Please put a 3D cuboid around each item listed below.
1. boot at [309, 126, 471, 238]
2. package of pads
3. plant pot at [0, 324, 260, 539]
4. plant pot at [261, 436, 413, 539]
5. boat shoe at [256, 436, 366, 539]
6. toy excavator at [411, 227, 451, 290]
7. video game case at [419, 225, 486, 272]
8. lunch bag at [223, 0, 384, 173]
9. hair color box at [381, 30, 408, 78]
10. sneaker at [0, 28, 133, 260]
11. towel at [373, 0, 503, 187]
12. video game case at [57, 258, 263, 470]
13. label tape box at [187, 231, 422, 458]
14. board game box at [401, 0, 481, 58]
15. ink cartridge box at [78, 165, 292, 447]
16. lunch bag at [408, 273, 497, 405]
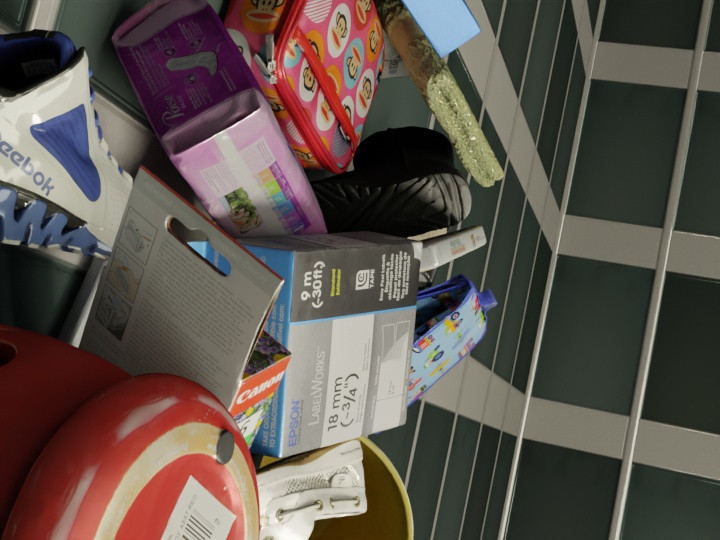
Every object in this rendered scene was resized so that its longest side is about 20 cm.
[{"bbox_3d":[0.004,-0.079,1.009,0.168,0.199,0.077,-103,-179,-69],"label":"boot"},{"bbox_3d":[-0.091,-0.089,0.732,0.121,0.075,0.200,60,-1,27],"label":"package of pads"},{"bbox_3d":[-0.161,0.127,0.498,0.200,0.182,0.202,-13,105,-62],"label":"plant pot"},{"bbox_3d":[-0.063,0.212,0.911,0.142,0.199,0.201,-155,-106,-83],"label":"plant pot"},{"bbox_3d":[-0.061,0.169,0.706,0.199,0.071,0.070,-11,80,-47],"label":"boat shoe"},{"bbox_3d":[0.031,-0.013,1.190,0.194,0.200,0.100,31,62,-23],"label":"toy excavator"},{"bbox_3d":[0.000,0.000,0.940,0.182,0.199,0.023,-21,96,-69],"label":"video game case"},{"bbox_3d":[-0.050,-0.176,0.888,0.200,0.082,0.177,56,50,-63],"label":"lunch bag"},{"bbox_3d":[0.013,-0.295,1.034,0.111,0.064,0.201,-29,125,-66],"label":"hair color box"},{"bbox_3d":[-0.166,-0.068,0.577,0.199,0.080,0.116,12,90,-70],"label":"sneaker"},{"bbox_3d":[0.077,-0.173,1.002,0.200,0.036,0.149,47,16,-58],"label":"towel"},{"bbox_3d":[-0.141,0.112,0.706,0.182,0.022,0.201,38,58,-36],"label":"video game case"},{"bbox_3d":[-0.047,0.051,0.726,0.199,0.063,0.145,-6,104,-47],"label":"label tape box"},{"bbox_3d":[0.017,-0.291,0.850,0.200,0.045,0.152,49,16,-37],"label":"board game box"},{"bbox_3d":[-0.100,0.047,0.584,0.050,0.109,0.201,-25,147,-53],"label":"ink cartridge box"},{"bbox_3d":[0.065,0.081,1.155,0.094,0.199,0.151,61,2,25],"label":"lunch bag"}]
